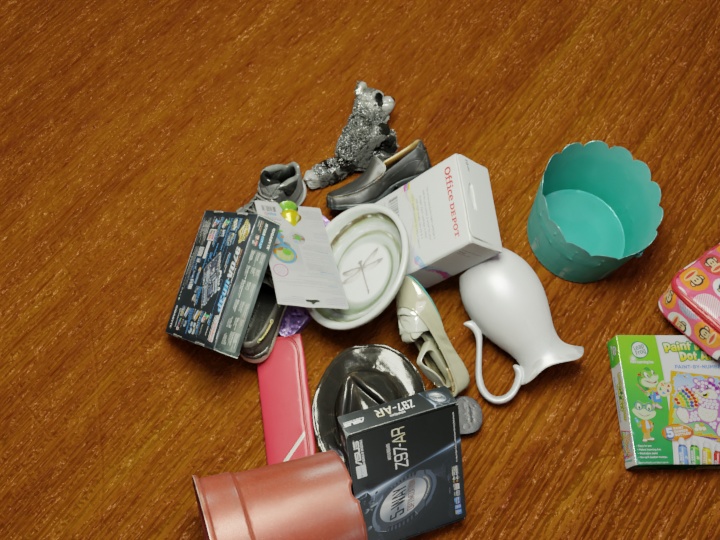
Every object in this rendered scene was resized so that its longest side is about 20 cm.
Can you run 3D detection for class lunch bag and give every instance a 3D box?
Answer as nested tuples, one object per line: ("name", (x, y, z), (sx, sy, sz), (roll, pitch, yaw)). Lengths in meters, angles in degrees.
("lunch bag", (0.590, 0.053, 1.158), (0.198, 0.083, 0.177), (-28, 59, -24))

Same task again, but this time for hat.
("hat", (0.006, 0.198, 1.048), (0.196, 0.081, 0.205), (-5, 72, 15))

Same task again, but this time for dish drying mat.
("dish drying mat", (-0.112, 0.199, 1.096), (0.075, 0.018, 0.205), (-11, 74, 9))

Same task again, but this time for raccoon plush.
("raccoon plush", (-0.025, -0.242, 1.268), (0.196, 0.097, 0.136), (-19, 61, -11))

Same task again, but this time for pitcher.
("pitcher", (0.219, 0.085, 1.135), (0.170, 0.121, 0.202), (-33, 84, -3))

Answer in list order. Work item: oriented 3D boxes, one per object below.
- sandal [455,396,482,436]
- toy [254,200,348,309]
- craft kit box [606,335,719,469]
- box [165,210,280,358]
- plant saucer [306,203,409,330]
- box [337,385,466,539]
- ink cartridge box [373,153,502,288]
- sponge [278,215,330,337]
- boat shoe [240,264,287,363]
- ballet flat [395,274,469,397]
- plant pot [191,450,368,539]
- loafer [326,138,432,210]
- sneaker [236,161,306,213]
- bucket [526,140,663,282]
("sandal", (0.086, 0.221, 1.100), (0.195, 0.043, 0.078), (-12, 68, -8))
("toy", (-0.096, -0.016, 1.115), (0.113, 0.047, 0.203), (6, 51, -28))
("craft kit box", (0.493, 0.200, 1.135), (0.195, 0.049, 0.202), (0, 64, -4))
("box", (-0.206, 0.014, 1.092), (0.046, 0.157, 0.204), (23, 79, -39))
("plant saucer", (0.000, 0.000, 1.123), (0.197, 0.050, 0.204), (-19, 56, 31))
("box", (0.059, 0.270, 1.003), (0.157, 0.204, 0.044), (-13, 25, -13))
("ink cartridge box", (0.110, -0.064, 1.136), (0.084, 0.198, 0.148), (14, 60, -40))
("sponge", (-0.089, 0.010, 1.187), (0.111, 0.030, 0.200), (39, 70, 12))
("boat shoe", (-0.142, 0.035, 1.120), (0.070, 0.061, 0.205), (7, 63, 7))
("ballet flat", (0.098, 0.104, 1.099), (0.069, 0.069, 0.202), (-35, 100, -17))
("plant pot", (-0.103, 0.338, 0.968), (0.191, 0.202, 0.204), (-14, 68, -18))
("loafer", (0.028, -0.158, 1.230), (0.197, 0.074, 0.073), (-24, 27, -19))
("sneaker", (-0.166, -0.105, 1.183), (0.075, 0.116, 0.200), (37, 69, 12))
("bucket", (0.372, -0.088, 1.198), (0.202, 0.135, 0.212), (1, 68, -3))
